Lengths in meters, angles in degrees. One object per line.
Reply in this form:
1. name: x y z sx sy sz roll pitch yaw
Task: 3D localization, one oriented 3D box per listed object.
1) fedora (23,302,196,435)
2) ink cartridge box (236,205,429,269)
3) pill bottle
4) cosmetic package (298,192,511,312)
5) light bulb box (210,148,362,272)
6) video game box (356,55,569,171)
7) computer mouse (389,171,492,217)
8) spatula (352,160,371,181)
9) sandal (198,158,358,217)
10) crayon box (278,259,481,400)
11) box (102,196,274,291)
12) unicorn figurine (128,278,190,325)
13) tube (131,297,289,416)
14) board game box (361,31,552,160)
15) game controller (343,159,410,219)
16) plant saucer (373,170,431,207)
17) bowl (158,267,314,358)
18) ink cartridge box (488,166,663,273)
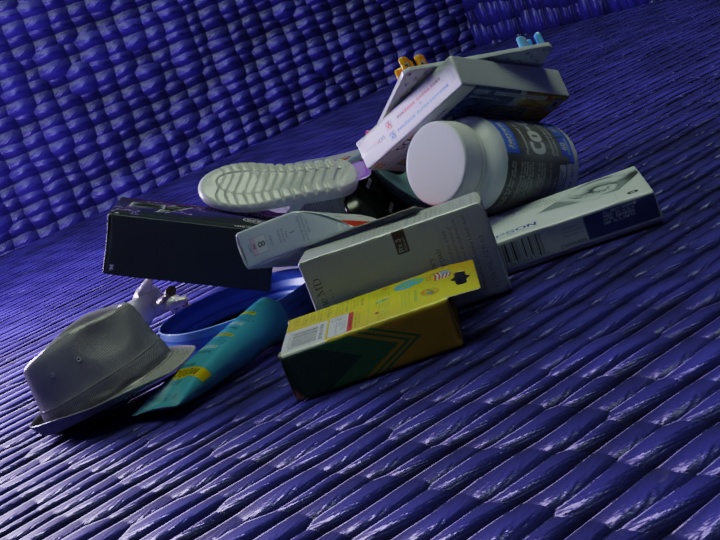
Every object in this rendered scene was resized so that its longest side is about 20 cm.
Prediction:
1. fedora: -0.288 0.096 1.437 0.199 0.091 0.177 -27 9 17
2. ink cartridge box: -0.019 -0.054 1.464 0.199 0.057 0.162 -24 -6 16
3. pill bottle: 0.155 -0.122 1.544 0.199 0.115 0.113 -2 -4 -44
4. cosmetic package: 0.046 0.000 1.364 0.199 0.102 0.074 -20 10 7
5. light bulb box: -0.077 -0.073 1.830 0.198 0.125 0.200 -8 19 45
6. video game box: 0.124 -0.182 1.592 0.199 0.047 0.182 -2 -26 -43
7. computer mouse: 0.092 -0.121 1.682 0.059 0.199 0.034 -40 -21 -54
8. spatula: -0.084 -0.115 1.693 0.199 0.021 0.057 -6 30 4
9. sandal: -0.102 -0.095 1.647 0.201 0.050 0.083 -3 45 2
10. crayon box: 0.026 0.054 1.272 0.199 0.051 0.127 -20 12 6
11. box: -0.204 -0.034 1.606 0.199 0.079 0.141 6 13 -6
12. unicorn figurine: -0.272 0.056 1.662 0.200 0.074 0.137 -38 -4 -29
13. tube: -0.154 0.098 1.405 0.077 0.051 0.200 -24 12 47
14. board game box: 0.111 -0.212 1.607 0.199 0.026 0.200 -14 -21 -22
15. game controller: 0.027 -0.082 1.706 0.042 0.104 0.200 -48 10 22
16. plant saucer: 0.096 -0.126 1.746 0.200 0.200 0.028 -38 -22 -55
17. bowl: -0.144 0.053 1.585 0.200 0.040 0.201 -20 12 4
18. ink cartridge box: 0.227 -0.062 1.481 0.199 0.041 0.200 -19 12 7
